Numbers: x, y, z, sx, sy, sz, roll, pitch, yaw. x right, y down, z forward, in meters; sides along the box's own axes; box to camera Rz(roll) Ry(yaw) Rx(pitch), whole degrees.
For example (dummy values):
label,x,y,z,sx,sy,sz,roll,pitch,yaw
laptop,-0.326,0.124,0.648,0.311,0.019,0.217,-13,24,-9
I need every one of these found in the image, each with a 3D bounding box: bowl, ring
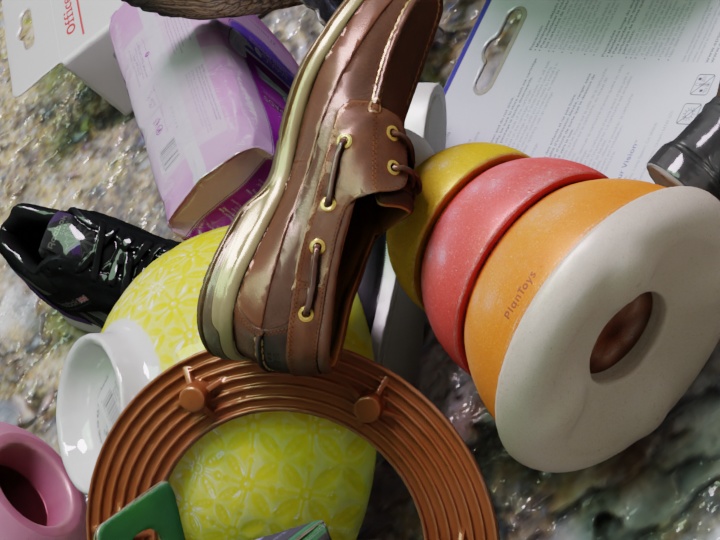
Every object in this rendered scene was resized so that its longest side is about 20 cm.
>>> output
label,x,y,z,sx,sy,sz,roll,pitch,yaw
bowl,-0.087,0.071,1.118,0.200,0.108,0.200,-6,83,59
ring,-0.034,0.129,1.042,0.200,0.200,0.019,-36,2,19

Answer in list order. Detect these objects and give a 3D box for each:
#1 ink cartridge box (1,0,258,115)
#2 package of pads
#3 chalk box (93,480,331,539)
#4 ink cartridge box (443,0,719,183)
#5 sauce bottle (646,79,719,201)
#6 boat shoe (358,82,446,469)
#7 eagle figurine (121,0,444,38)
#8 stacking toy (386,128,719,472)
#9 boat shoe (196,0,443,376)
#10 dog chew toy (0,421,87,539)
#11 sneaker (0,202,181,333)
label,x,y,z,sx,sy,sz,roll,pitch,yaw
ink cartridge box,-0.137,-0.185,1.455,0.200,0.067,0.117,-34,43,19
package of pads,-0.071,-0.079,1.270,0.076,0.120,0.200,-39,40,16
chalk box,-0.068,0.194,0.979,0.124,0.200,0.125,-22,6,32
ink cartridge box,0.132,-0.100,1.153,0.200,0.041,0.200,12,71,48
sauce bottle,0.214,-0.106,1.041,0.200,0.065,0.065,-45,39,-4
boat shoe,0.000,0.000,1.139,0.060,0.074,0.200,8,92,16
eagle figurine,-0.021,-0.166,1.205,0.200,0.151,0.152,-45,6,-39
stacking toy,0.063,-0.015,1.040,0.200,0.146,0.146,39,91,35
boat shoe,-0.003,-0.043,1.013,0.068,0.072,0.200,19,77,21
dog chew toy,-0.245,0.170,1.258,0.200,0.125,0.125,-38,41,28
sneaker,-0.142,0.006,1.301,0.200,0.088,0.076,10,68,47
